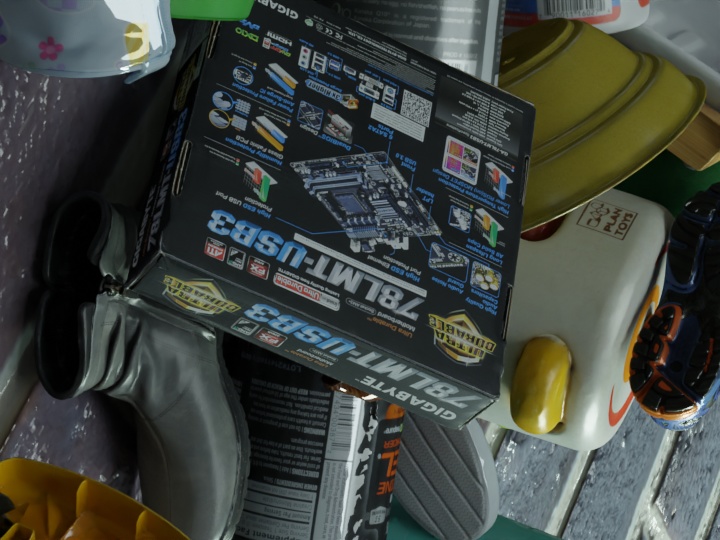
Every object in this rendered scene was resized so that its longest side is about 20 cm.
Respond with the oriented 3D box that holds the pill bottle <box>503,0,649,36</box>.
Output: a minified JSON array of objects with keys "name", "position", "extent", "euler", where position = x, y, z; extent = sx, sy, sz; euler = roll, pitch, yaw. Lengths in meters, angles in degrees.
[{"name":"pill bottle","position":[0.133,-0.262,1.358],"extent":[0.112,0.112,0.200],"euler":[-29,119,-56]}]

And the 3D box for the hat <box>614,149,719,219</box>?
[{"name":"hat","position":[0.223,-0.044,1.470],"extent":[0.176,0.200,0.166],"euler":[-43,125,-73]}]

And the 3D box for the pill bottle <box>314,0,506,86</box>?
[{"name":"pill bottle","position":[0.031,-0.181,1.197],"extent":[0.116,0.116,0.200],"euler":[-11,109,-60]}]

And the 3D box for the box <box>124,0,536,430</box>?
[{"name":"box","position":[-0.009,-0.041,1.068],"extent":[0.200,0.050,0.199],"euler":[23,54,-19]}]

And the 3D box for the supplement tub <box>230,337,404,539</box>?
[{"name":"supplement tub","position":[-0.033,0.127,1.196],"extent":[0.107,0.107,0.200],"euler":[-1,101,-62]}]

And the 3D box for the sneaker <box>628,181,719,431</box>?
[{"name":"sneaker","position":[0.234,0.022,1.380],"extent":[0.200,0.075,0.078],"euler":[-59,158,-21]}]

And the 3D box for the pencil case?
[{"name":"pencil case","position":[-0.127,-0.188,0.927],"extent":[0.083,0.091,0.200],"euler":[-62,155,-70]}]

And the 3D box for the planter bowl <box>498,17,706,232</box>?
[{"name":"planter bowl","position":[0.112,-0.104,1.294],"extent":[0.083,0.200,0.200],"euler":[59,43,-16]}]

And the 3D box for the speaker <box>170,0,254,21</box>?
[{"name":"speaker","position":[-0.084,-0.227,1.002],"extent":[0.088,0.088,0.200],"euler":[-13,111,-60]}]

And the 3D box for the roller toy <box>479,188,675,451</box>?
[{"name":"roller toy","position":[0.144,0.028,1.421],"extent":[0.200,0.140,0.183],"euler":[31,78,-73]}]

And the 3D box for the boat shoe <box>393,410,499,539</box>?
[{"name":"boat shoe","position":[0.036,0.071,1.268],"extent":[0.200,0.072,0.071],"euler":[64,28,0]}]

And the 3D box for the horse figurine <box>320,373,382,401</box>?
[{"name":"horse figurine","position":[0.000,0.000,1.129],"extent":[0.133,0.050,0.200],"euler":[27,46,-29]}]

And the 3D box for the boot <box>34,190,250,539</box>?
[{"name":"boot","position":[-0.121,0.059,1.061],"extent":[0.132,0.070,0.200],"euler":[-4,91,-60]}]

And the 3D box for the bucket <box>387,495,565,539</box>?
[{"name":"bucket","position":[0.054,0.244,1.320],"extent":[0.207,0.135,0.207],"euler":[16,90,-76]}]

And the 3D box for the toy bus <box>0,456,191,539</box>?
[{"name":"toy bus","position":[-0.175,0.220,0.963],"extent":[0.200,0.136,0.192],"euler":[-47,155,-43]}]

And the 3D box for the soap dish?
[{"name":"soap dish","position":[0.230,-0.164,1.485],"extent":[0.157,0.200,0.081],"euler":[-29,149,-43]}]
